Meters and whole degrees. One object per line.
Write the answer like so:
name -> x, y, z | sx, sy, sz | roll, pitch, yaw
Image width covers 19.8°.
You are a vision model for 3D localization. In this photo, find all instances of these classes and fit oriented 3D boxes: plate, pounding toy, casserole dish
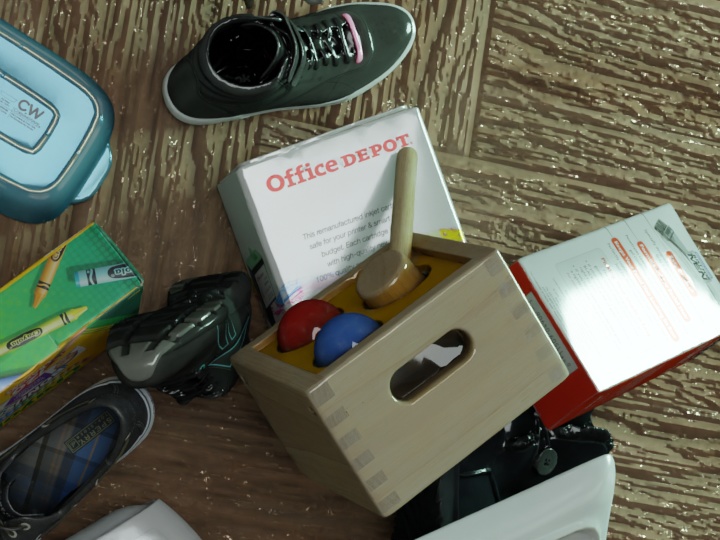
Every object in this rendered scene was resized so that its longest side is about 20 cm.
plate -> 0.098, 0.240, 1.453 | 0.199, 0.201, 0.032 | -22, 45, -22
pounding toy -> 0.024, 0.033, 1.376 | 0.200, 0.184, 0.142 | -36, 107, -15
casserole dish -> -0.264, -0.119, 1.462 | 0.200, 0.039, 0.121 | 33, 77, -11

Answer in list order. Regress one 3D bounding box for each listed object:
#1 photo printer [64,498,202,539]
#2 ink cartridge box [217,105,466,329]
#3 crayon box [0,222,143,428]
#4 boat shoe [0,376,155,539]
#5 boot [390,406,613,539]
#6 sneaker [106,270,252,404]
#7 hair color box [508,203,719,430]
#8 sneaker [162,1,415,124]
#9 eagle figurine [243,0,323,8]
photo printer -> -0.177, 0.265, 1.426 | 0.200, 0.069, 0.167 | -31, 92, -17
ink cartridge box -> 0.000, 0.000, 1.497 | 0.144, 0.084, 0.201 | -20, 90, -16
crayon box -> -0.243, 0.060, 1.401 | 0.200, 0.119, 0.058 | -38, 84, -16
boat shoe -> -0.221, 0.148, 1.390 | 0.200, 0.066, 0.070 | -37, 90, 12
boot -> 0.108, 0.170, 1.509 | 0.168, 0.076, 0.201 | -11, 109, -32
sneaker -> -0.112, 0.056, 1.415 | 0.075, 0.200, 0.080 | -7, 100, 17
hair color box -> 0.182, 0.030, 1.499 | 0.200, 0.064, 0.111 | -19, 73, -46
sneaker -> -0.040, -0.157, 1.497 | 0.199, 0.099, 0.071 | -17, 87, -18
eagle figurine -> -0.074, -0.300, 1.465 | 0.151, 0.151, 0.201 | 20, 79, 22
